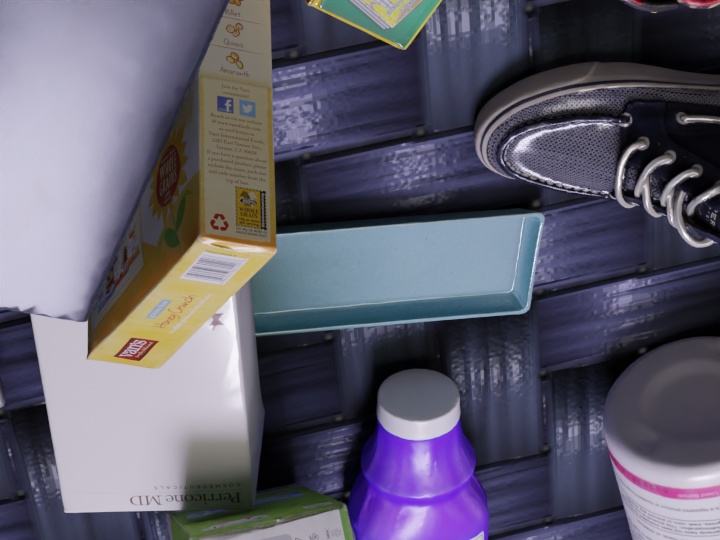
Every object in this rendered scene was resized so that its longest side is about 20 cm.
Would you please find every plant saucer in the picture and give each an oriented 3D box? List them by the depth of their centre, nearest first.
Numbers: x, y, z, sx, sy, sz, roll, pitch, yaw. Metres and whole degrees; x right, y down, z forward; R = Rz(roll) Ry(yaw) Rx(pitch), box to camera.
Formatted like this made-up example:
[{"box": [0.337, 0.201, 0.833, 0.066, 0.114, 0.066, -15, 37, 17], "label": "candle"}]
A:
[{"box": [0.000, 0.000, 1.123, 0.200, 0.019, 0.070, -5, 128, -15], "label": "plant saucer"}]

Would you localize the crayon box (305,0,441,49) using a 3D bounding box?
[{"box": [0.032, -0.221, 0.862, 0.058, 0.173, 0.200, 23, 116, -31], "label": "crayon box"}]

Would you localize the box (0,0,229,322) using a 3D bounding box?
[{"box": [-0.149, -0.119, 0.865, 0.117, 0.200, 0.197, 12, 122, -26], "label": "box"}]

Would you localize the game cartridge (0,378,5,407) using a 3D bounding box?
[{"box": [-0.294, 0.042, 1.051, 0.200, 0.038, 0.130, -15, 125, -6], "label": "game cartridge"}]

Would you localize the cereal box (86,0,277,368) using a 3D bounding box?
[{"box": [-0.080, -0.074, 0.896, 0.039, 0.200, 0.144, 9, 155, -23], "label": "cereal box"}]

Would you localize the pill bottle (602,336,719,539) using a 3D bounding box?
[{"box": [0.218, 0.146, 1.243, 0.113, 0.113, 0.200, -21, 129, -2], "label": "pill bottle"}]

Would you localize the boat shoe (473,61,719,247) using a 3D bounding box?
[{"box": [0.161, -0.054, 1.065, 0.200, 0.093, 0.075, -3, 133, 0], "label": "boat shoe"}]

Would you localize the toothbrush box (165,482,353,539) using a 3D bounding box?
[{"box": [-0.047, 0.198, 1.114, 0.086, 0.200, 0.146, -11, 88, -11], "label": "toothbrush box"}]

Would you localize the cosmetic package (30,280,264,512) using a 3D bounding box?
[{"box": [-0.108, 0.024, 1.049, 0.108, 0.085, 0.200, -3, 126, 2], "label": "cosmetic package"}]

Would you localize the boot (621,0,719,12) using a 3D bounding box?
[{"box": [0.135, -0.167, 0.951, 0.073, 0.151, 0.200, -43, 127, 16], "label": "boot"}]

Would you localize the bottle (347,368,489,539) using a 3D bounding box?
[{"box": [0.034, 0.148, 1.216, 0.083, 0.065, 0.200, -10, 129, -11], "label": "bottle"}]
